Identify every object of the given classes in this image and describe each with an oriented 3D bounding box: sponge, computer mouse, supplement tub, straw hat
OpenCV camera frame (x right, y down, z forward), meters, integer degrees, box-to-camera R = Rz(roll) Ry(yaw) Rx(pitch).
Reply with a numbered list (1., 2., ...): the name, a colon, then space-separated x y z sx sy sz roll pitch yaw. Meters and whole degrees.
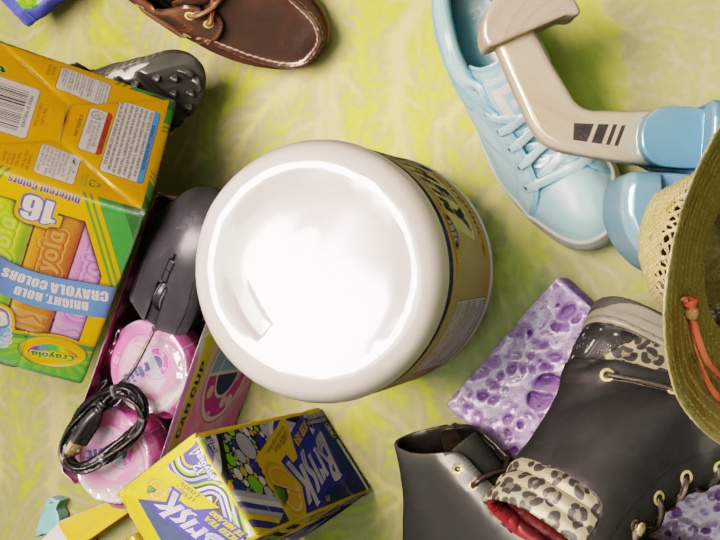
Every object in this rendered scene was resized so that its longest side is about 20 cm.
1. sponge: 0.162 0.112 0.908 0.200 0.030 0.112 44 102 13
2. computer mouse: -0.133 0.039 0.881 0.058 0.034 0.201 30 99 14
3. supplement tub: 0.000 0.000 0.870 0.144 0.200 0.145 0 91 15
4. straw hat: 0.192 -0.015 0.751 0.085 0.200 0.202 17 96 53

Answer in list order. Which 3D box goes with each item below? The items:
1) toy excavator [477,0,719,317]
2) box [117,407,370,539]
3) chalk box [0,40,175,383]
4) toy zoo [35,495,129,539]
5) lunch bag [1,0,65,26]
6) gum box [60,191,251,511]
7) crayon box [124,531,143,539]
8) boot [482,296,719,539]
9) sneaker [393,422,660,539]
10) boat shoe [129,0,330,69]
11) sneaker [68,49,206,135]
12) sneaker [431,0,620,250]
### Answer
1. toy excavator: 0.165 -0.064 0.840 0.199 0.100 0.195 3 90 -2
2. box: -0.065 0.135 0.891 0.064 0.200 0.070 -36 79 15
3. chalk box: -0.210 -0.019 0.928 0.123 0.125 0.200 17 130 -12
4. toy zoo: -0.168 0.245 1.017 0.131 0.020 0.200 -34 80 15
5. lunch bag: -0.225 -0.295 0.992 0.170 0.127 0.200 -36 94 12
6. gum box: -0.117 0.056 0.953 0.066 0.113 0.201 22 97 16
7. crayon box: -0.091 0.214 0.897 0.051 0.200 0.127 -36 80 20
8. boot: 0.185 0.122 0.820 0.203 0.074 0.154 31 65 15
9. sneaker: 0.103 0.152 0.871 0.199 0.075 0.107 -2 106 34
10. boat shoe: -0.113 -0.185 0.943 0.199 0.070 0.071 26 107 -8
11. sneaker: -0.194 -0.112 0.993 0.200 0.066 0.091 -26 48 21
12. sneaker: 0.095 -0.101 0.903 0.074 0.082 0.200 -33 80 16
